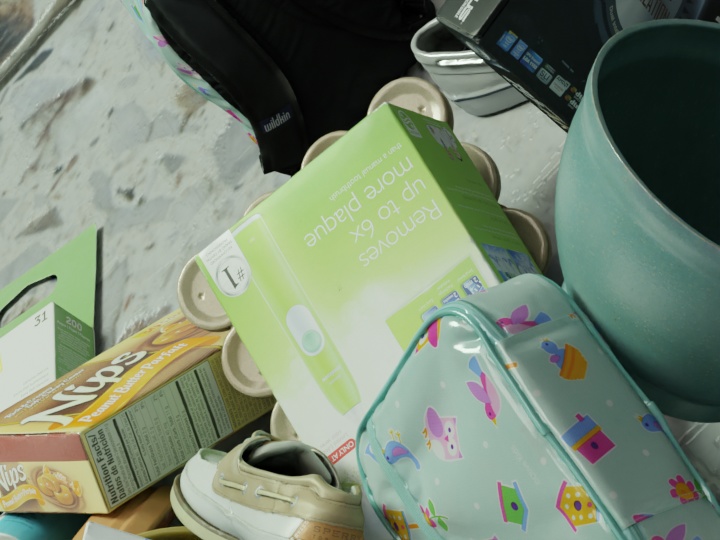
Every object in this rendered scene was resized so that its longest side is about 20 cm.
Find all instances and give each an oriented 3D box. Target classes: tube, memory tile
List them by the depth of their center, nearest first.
[{"bbox_3d":[0.000,0.000,1.684,0.200,0.017,0.154,-41,70,9],"label":"memory tile"},{"bbox_3d":[-0.173,0.134,1.801,0.077,0.051,0.200,-18,17,29],"label":"tube"}]

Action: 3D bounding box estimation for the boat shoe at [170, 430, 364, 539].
[{"bbox_3d":[-0.042,0.122,1.556,0.200,0.074,0.069,30,105,63],"label":"boat shoe"}]

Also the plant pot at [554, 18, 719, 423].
[{"bbox_3d":[0.179,-0.010,1.480,0.201,0.199,0.135,-102,31,-47],"label":"plant pot"}]

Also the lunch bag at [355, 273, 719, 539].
[{"bbox_3d":[0.086,0.119,1.455,0.201,0.077,0.161,56,138,21],"label":"lunch bag"}]

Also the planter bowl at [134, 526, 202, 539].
[{"bbox_3d":[-0.093,0.247,1.602,0.084,0.199,0.201,112,174,-62],"label":"planter bowl"}]

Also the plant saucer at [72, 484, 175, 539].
[{"bbox_3d":[-0.174,0.203,1.711,0.201,0.037,0.200,-56,-3,-5],"label":"plant saucer"}]

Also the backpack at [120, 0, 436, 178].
[{"bbox_3d":[-0.069,-0.169,1.861,0.167,0.200,0.126,-55,35,-2],"label":"backpack"}]

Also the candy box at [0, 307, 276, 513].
[{"bbox_3d":[-0.123,0.077,1.750,0.115,0.056,0.200,-5,20,47],"label":"candy box"}]

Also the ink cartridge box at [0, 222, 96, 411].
[{"bbox_3d":[-0.241,0.065,1.993,0.145,0.048,0.201,-33,43,27],"label":"ink cartridge box"}]

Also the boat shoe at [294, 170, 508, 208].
[{"bbox_3d":[0.018,-0.013,1.746,0.199,0.072,0.072,14,73,45],"label":"boat shoe"}]

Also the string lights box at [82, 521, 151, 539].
[{"bbox_3d":[-0.064,0.213,1.543,0.059,0.199,0.103,109,177,-63],"label":"string lights box"}]

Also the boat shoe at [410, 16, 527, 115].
[{"bbox_3d":[0.117,-0.151,1.751,0.199,0.065,0.074,-26,43,33],"label":"boat shoe"}]

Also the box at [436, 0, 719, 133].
[{"bbox_3d":[0.157,-0.140,1.581,0.161,0.200,0.043,-53,36,-1],"label":"box"}]

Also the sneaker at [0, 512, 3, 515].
[{"bbox_3d":[-0.234,0.204,1.799,0.200,0.078,0.090,-40,-23,-51],"label":"sneaker"}]

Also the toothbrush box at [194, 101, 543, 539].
[{"bbox_3d":[0.026,0.034,1.606,0.145,0.086,0.201,-37,71,18],"label":"toothbrush box"}]
